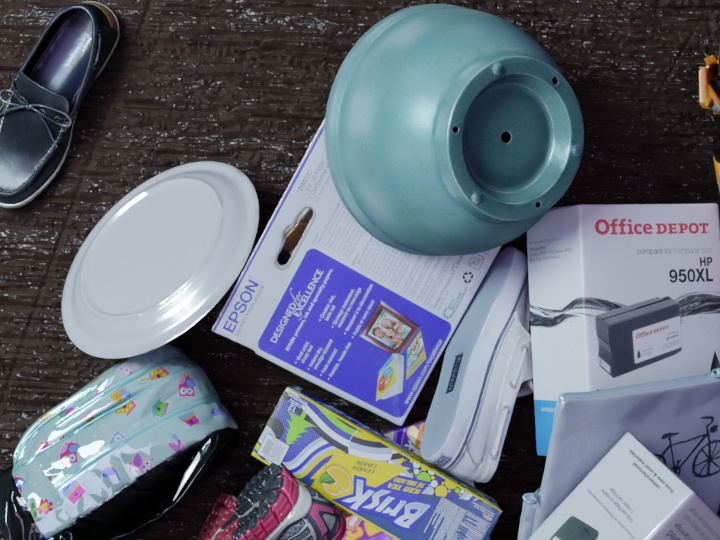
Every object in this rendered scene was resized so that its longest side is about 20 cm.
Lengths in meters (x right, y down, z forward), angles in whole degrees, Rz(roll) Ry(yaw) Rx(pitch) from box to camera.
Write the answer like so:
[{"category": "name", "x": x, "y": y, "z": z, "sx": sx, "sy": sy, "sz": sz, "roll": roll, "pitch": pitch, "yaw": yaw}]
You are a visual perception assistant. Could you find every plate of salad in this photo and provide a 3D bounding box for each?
[{"category": "plate of salad", "x": -0.165, "y": -0.007, "z": 1.077, "sx": 0.198, "sy": 0.048, "sz": 0.202, "roll": -18, "pitch": 46, "yaw": 20}]

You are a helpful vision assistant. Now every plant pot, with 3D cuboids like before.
[{"category": "plant pot", "x": 0.087, "y": -0.103, "z": 0.980, "sx": 0.198, "sy": 0.134, "sz": 0.203, "roll": -4, "pitch": 100, "yaw": -23}]

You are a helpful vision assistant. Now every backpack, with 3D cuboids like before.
[{"category": "backpack", "x": -0.201, "y": 0.157, "z": 1.065, "sx": 0.199, "sy": 0.167, "sz": 0.127, "roll": -36, "pitch": 84, "yaw": -5}]

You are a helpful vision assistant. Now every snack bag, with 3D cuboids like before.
[{"category": "snack bag", "x": 0.206, "y": 0.166, "z": 0.988, "sx": 0.186, "sy": 0.021, "sz": 0.203, "roll": -6, "pitch": 118, "yaw": -24}]

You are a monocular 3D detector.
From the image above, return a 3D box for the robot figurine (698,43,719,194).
[{"category": "robot figurine", "x": 0.328, "y": -0.096, "z": 1.052, "sx": 0.058, "sy": 0.144, "sz": 0.203, "roll": -14, "pitch": 83, "yaw": 40}]

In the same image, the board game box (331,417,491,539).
[{"category": "board game box", "x": 0.045, "y": 0.236, "z": 1.095, "sx": 0.133, "sy": 0.045, "sz": 0.203, "roll": -17, "pitch": 87, "yaw": 3}]

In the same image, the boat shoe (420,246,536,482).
[{"category": "boat shoe", "x": 0.121, "y": 0.083, "z": 1.071, "sx": 0.085, "sy": 0.074, "sz": 0.204, "roll": 29, "pitch": 62, "yaw": -17}]

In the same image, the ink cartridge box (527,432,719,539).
[{"category": "ink cartridge box", "x": 0.186, "y": 0.246, "z": 0.953, "sx": 0.200, "sy": 0.084, "sz": 0.146, "roll": -47, "pitch": 127, "yaw": 1}]

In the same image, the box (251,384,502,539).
[{"category": "box", "x": 0.013, "y": 0.169, "z": 1.041, "sx": 0.198, "sy": 0.070, "sz": 0.065, "roll": 30, "pitch": 88, "yaw": 5}]

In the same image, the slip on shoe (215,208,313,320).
[{"category": "slip on shoe", "x": -0.047, "y": -0.021, "z": 1.102, "sx": 0.200, "sy": 0.061, "sz": 0.076, "roll": -44, "pitch": 117, "yaw": 3}]

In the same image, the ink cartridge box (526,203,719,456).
[{"category": "ink cartridge box", "x": 0.218, "y": 0.047, "z": 1.044, "sx": 0.143, "sy": 0.084, "sz": 0.203, "roll": -2, "pitch": 87, "yaw": -25}]

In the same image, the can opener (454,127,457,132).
[{"category": "can opener", "x": 0.076, "y": -0.123, "z": 1.111, "sx": 0.197, "sy": 0.053, "sz": 0.067, "roll": -17, "pitch": 121, "yaw": 5}]

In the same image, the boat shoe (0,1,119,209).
[{"category": "boat shoe", "x": -0.279, "y": -0.149, "z": 1.126, "sx": 0.074, "sy": 0.062, "sz": 0.202, "roll": 30, "pitch": 92, "yaw": 3}]

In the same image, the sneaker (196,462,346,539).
[{"category": "sneaker", "x": -0.086, "y": 0.225, "z": 1.044, "sx": 0.074, "sy": 0.200, "sz": 0.081, "roll": 32, "pitch": 56, "yaw": -15}]

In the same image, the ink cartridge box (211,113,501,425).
[{"category": "ink cartridge box", "x": 0.000, "y": 0.000, "z": 1.063, "sx": 0.199, "sy": 0.043, "sz": 0.200, "roll": 29, "pitch": 93, "yaw": -26}]
